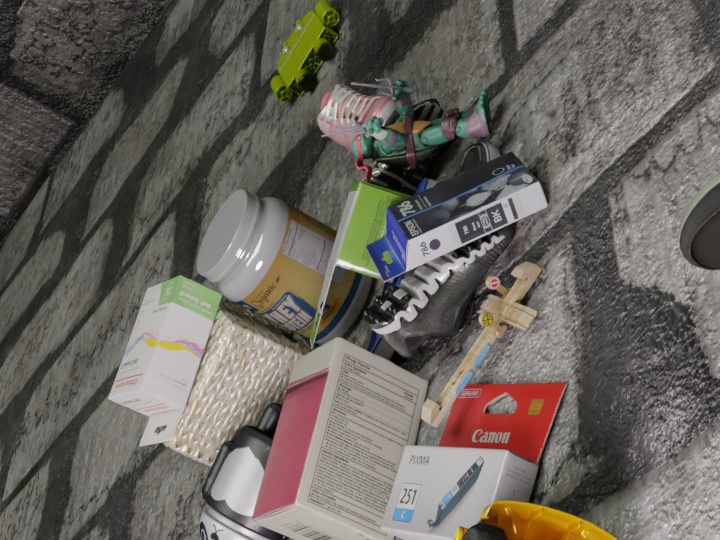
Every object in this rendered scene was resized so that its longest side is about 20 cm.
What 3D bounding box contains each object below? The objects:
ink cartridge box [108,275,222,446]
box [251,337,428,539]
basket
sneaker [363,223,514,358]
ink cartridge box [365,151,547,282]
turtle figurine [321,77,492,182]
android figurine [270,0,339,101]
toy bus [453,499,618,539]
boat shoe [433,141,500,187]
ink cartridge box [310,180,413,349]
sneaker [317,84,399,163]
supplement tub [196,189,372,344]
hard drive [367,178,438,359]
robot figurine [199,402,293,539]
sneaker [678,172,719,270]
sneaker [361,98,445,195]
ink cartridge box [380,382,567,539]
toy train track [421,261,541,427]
[{"bbox_3d":[-0.257,0.117,1.839,0.117,0.067,0.202,-19,50,57],"label":"ink cartridge box"},{"bbox_3d":[-0.022,0.198,1.581,0.109,0.127,0.202,-30,38,53],"label":"box"},{"bbox_3d":[-0.170,0.155,1.905,0.201,0.160,0.198,-63,24,5],"label":"basket"},{"bbox_3d":[0.099,0.022,1.591,0.200,0.091,0.066,-40,32,-10],"label":"sneaker"},{"bbox_3d":[0.099,-0.061,1.584,0.199,0.039,0.100,-26,28,-2],"label":"ink cartridge box"},{"bbox_3d":[0.058,-0.174,1.733,0.198,0.101,0.150,-8,31,8],"label":"turtle figurine"},{"bbox_3d":[-0.095,-0.378,2.465,0.183,0.041,0.200,-56,26,16],"label":"android figurine"},{"bbox_3d":[0.114,0.308,1.195,0.192,0.135,0.202,138,150,-66],"label":"toy bus"},{"bbox_3d":[0.109,-0.070,1.668,0.070,0.066,0.202,-19,48,58],"label":"boat shoe"},{"bbox_3d":[0.000,0.000,1.708,0.148,0.075,0.202,-144,70,-86],"label":"ink cartridge box"},{"bbox_3d":[-0.007,-0.200,1.880,0.076,0.104,0.200,-55,1,-7],"label":"sneaker"},{"bbox_3d":[-0.097,-0.006,1.864,0.145,0.199,0.145,-47,27,33],"label":"supplement tub"},{"bbox_3d":[0.049,0.007,1.714,0.132,0.025,0.202,116,170,-64],"label":"hard drive"},{"bbox_3d":[-0.113,0.263,1.709,0.201,0.124,0.150,-65,10,-5],"label":"robot figurine"},{"bbox_3d":[0.332,-0.036,1.146,0.200,0.074,0.107,-40,30,42],"label":"sneaker"},{"bbox_3d":[0.055,-0.139,1.876,0.201,0.075,0.116,-54,9,20],"label":"sneaker"},{"bbox_3d":[0.108,0.187,1.426,0.200,0.044,0.178,-11,57,62],"label":"ink cartridge box"},{"bbox_3d":[0.120,0.071,1.499,0.201,0.032,0.115,-56,21,-6],"label":"toy train track"}]
